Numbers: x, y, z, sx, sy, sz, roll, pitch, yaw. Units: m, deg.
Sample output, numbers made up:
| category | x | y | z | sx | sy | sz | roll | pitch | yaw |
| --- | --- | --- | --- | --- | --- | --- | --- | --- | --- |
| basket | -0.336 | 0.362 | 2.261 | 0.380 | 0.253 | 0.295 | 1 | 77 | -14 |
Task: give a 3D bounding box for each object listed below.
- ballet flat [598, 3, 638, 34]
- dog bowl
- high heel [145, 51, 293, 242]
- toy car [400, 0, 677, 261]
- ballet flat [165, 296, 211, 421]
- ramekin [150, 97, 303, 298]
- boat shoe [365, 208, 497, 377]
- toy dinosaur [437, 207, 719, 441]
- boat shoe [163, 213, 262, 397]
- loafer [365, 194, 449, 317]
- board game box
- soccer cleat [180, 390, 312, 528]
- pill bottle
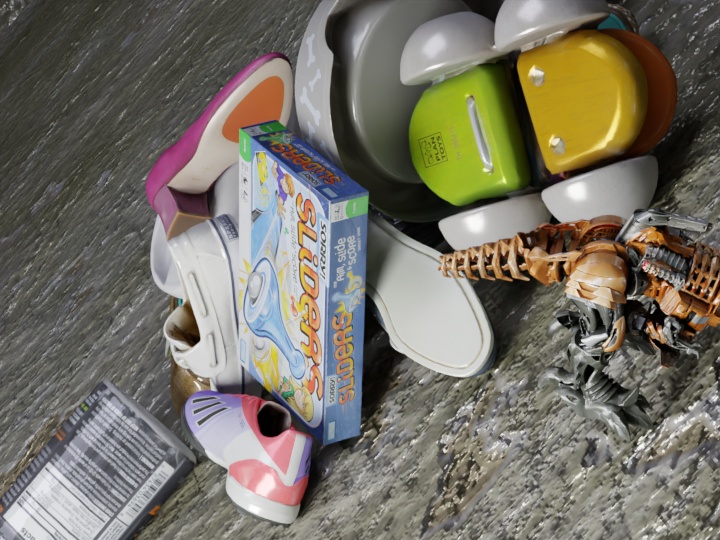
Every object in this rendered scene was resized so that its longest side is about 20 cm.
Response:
| category | x | y | z | sx | sy | sz | roll | pitch | yaw |
| --- | --- | --- | --- | --- | --- | --- | --- | --- | --- |
| ballet flat | 0.141 | -0.134 | 1.646 | 0.199 | 0.071 | 0.065 | -36 | -3 | 20 |
| dog bowl | 0.035 | -0.138 | 1.561 | 0.058 | 0.200 | 0.201 | 12 | 61 | 47 |
| high heel | -0.119 | -0.117 | 1.689 | 0.200 | 0.067 | 0.097 | -52 | 39 | 29 |
| toy car | 0.133 | -0.109 | 1.497 | 0.199 | 0.177 | 0.150 | -17 | -2 | 35 |
| ballet flat | -0.142 | 0.069 | 1.830 | 0.073 | 0.067 | 0.201 | -59 | 20 | 25 |
| ramekin | -0.086 | -0.055 | 1.764 | 0.202 | 0.094 | 0.203 | -42 | 33 | 37 |
| boat shoe | 0.037 | 0.020 | 1.523 | 0.200 | 0.062 | 0.075 | 35 | 89 | 41 |
| toy dinosaur | 0.153 | 0.009 | 1.255 | 0.199 | 0.136 | 0.102 | 25 | 48 | 24 |
| boat shoe | -0.122 | 0.045 | 1.654 | 0.069 | 0.201 | 0.071 | -18 | 48 | -16 |
| loafer | 0.000 | 0.000 | 1.653 | 0.200 | 0.070 | 0.068 | -30 | 30 | 26 |
| board game box | -0.044 | 0.008 | 1.539 | 0.034 | 0.202 | 0.135 | -15 | 32 | -28 |
| soccer cleat | -0.082 | 0.123 | 1.587 | 0.074 | 0.068 | 0.200 | -66 | 24 | 9 |
| pill bottle | -0.234 | 0.197 | 1.713 | 0.200 | 0.106 | 0.106 | -49 | 22 | -4 |
